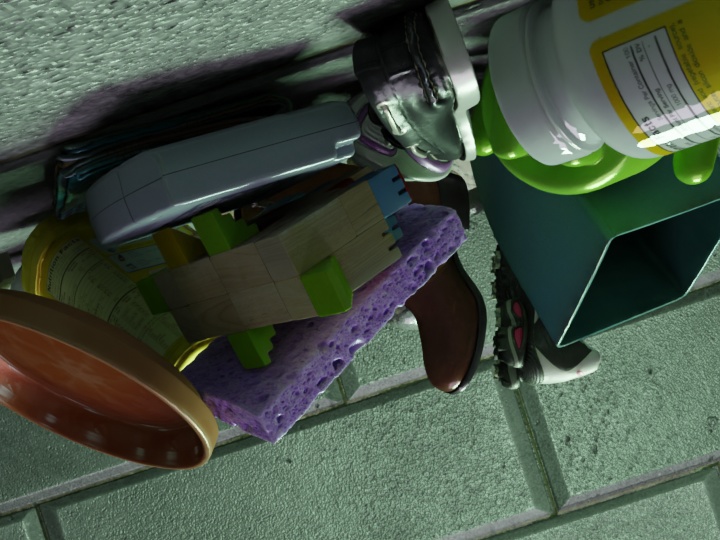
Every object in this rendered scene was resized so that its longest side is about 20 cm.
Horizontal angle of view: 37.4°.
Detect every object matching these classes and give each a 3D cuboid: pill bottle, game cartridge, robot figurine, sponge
[{"bbox_3d":[0.166,-0.121,0.514,0.199,0.113,0.112,-17,180,37],"label":"pill bottle"},{"bbox_3d":[-0.094,-0.052,0.635,0.132,0.042,0.200,-15,-179,-23],"label":"game cartridge"},{"bbox_3d":[0.156,-0.116,0.720,0.174,0.117,0.200,8,-165,28],"label":"robot figurine"},{"bbox_3d":[-0.026,0.026,0.717,0.200,0.030,0.111,-44,-152,-25],"label":"sponge"}]

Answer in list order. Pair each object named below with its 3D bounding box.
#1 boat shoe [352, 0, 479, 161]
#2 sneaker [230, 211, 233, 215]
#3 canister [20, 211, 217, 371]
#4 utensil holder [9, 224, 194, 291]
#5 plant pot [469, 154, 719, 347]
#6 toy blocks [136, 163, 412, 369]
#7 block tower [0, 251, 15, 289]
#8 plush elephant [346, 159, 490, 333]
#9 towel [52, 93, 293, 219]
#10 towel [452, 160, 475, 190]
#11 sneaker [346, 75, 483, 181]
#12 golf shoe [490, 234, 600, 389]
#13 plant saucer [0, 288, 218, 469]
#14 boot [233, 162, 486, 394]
[{"bbox_3d":[0.033,-0.098,0.617,0.060,0.074,0.200,-18,177,4],"label":"boat shoe"},{"bbox_3d":[-0.076,-0.061,1.051,0.104,0.076,0.200,-13,177,13],"label":"sneaker"},{"bbox_3d":[-0.152,0.027,0.838,0.148,0.087,0.200,-15,-142,-43],"label":"canister"},{"bbox_3d":[-0.217,0.033,1.061,0.199,0.171,0.170,-20,180,22],"label":"utensil holder"},{"bbox_3d":[0.181,-0.073,0.878,0.140,0.201,0.142,-19,147,-23],"label":"plant pot"},{"bbox_3d":[-0.035,-0.017,0.678,0.136,0.101,0.199,-34,-167,-37],"label":"toy blocks"},{"bbox_3d":[-0.326,0.011,0.670,0.199,0.058,0.054,-17,179,-24],"label":"block tower"},{"bbox_3d":[0.051,-0.043,0.994,0.200,0.156,0.164,35,-171,38],"label":"plush elephant"},{"bbox_3d":[-0.132,-0.071,0.709,0.146,0.022,0.200,-18,180,-19],"label":"towel"},{"bbox_3d":[0.139,-0.090,1.059,0.032,0.190,0.200,-59,178,-3],"label":"towel"},{"bbox_3d":[0.032,-0.097,0.791,0.099,0.076,0.199,-13,-179,34],"label":"sneaker"},{"bbox_3d":[0.158,0.015,0.939,0.087,0.201,0.077,-1,144,4],"label":"golf shoe"},{"bbox_3d":[-0.184,0.070,0.692,0.200,0.200,0.032,-18,-139,50],"label":"plant saucer"},{"bbox_3d":[0.000,0.000,0.816,0.199,0.190,0.068,4,172,-32],"label":"boot"}]
